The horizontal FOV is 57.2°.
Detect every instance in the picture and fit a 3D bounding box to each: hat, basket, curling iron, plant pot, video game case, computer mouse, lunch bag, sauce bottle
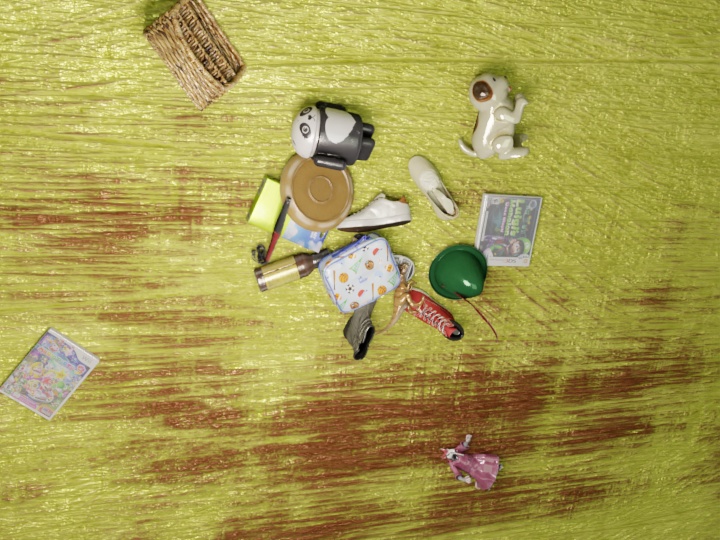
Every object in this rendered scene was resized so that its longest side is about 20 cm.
[{"bbox_3d":[0.293,0.050,1.759,0.196,0.177,0.168,18,113,-18],"label":"hat"},{"bbox_3d":[-0.346,-0.466,1.404,0.148,0.143,0.202,-35,116,-1],"label":"basket"},{"bbox_3d":[-0.212,-0.092,1.596,0.049,0.026,0.202,18,123,-23],"label":"curling iron"},{"bbox_3d":[-0.099,-0.197,1.605,0.196,0.027,0.206,0,89,-26],"label":"plant pot"},{"bbox_3d":[0.406,-0.111,1.835,0.177,0.023,0.205,1,109,-18],"label":"video game case"},{"bbox_3d":[-0.757,0.253,1.611,0.143,0.018,0.201,40,94,-25],"label":"video game case"},{"bbox_3d":[0.049,-0.021,1.747,0.196,0.044,0.112,18,97,-17],"label":"computer mouse"},{"bbox_3d":[0.000,0.000,1.670,0.197,0.076,0.163,-28,111,-9],"label":"lunch bag"},{"bbox_3d":[-0.170,-0.004,1.672,0.196,0.065,0.066,-18,114,-9],"label":"sauce bottle"}]

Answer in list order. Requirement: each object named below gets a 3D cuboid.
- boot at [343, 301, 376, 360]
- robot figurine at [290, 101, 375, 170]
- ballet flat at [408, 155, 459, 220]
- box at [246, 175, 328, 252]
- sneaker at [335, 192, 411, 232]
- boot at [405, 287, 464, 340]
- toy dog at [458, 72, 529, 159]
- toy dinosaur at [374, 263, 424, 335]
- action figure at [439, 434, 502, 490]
[{"bbox_3d":[0.018,0.127,1.741,0.066,0.131,0.204,13,105,-20],"label":"boot"},{"bbox_3d":[-0.065,-0.316,1.548,0.195,0.151,0.127,7,113,-15],"label":"robot figurine"},{"bbox_3d":[0.195,-0.210,1.709,0.069,0.070,0.201,-39,115,0],"label":"ballet flat"},{"bbox_3d":[-0.169,-0.138,1.632,0.197,0.048,0.124,23,102,-23],"label":"box"},{"bbox_3d":[0.029,-0.149,1.691,0.195,0.073,0.087,-9,82,-7],"label":"sneaker"},{"bbox_3d":[0.189,0.120,1.786,0.197,0.145,0.073,27,103,-22],"label":"boot"},{"bbox_3d":[0.333,-0.396,1.661,0.190,0.140,0.204,-5,118,25],"label":"toy dog"},{"bbox_3d":[0.108,0.087,1.733,0.104,0.060,0.205,14,81,-1],"label":"toy dinosaur"},{"bbox_3d":[0.332,0.590,2.046,0.196,0.149,0.136,23,72,-5],"label":"action figure"}]
